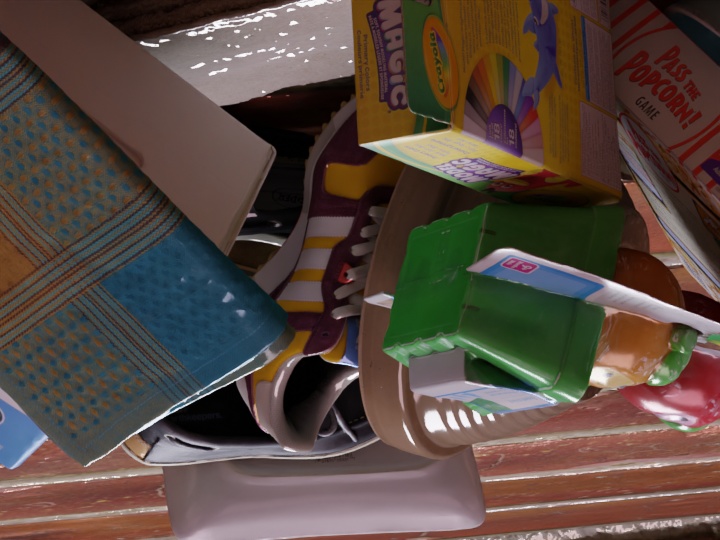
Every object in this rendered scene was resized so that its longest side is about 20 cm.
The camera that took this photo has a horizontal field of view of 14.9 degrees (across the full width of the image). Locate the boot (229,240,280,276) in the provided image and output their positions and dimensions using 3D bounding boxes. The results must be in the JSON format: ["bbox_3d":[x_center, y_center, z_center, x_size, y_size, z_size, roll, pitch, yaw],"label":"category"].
[{"bbox_3d":[-0.128,-0.035,1.474,0.199,0.076,0.074,17,161,-14],"label":"boot"}]

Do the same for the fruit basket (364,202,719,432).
[{"bbox_3d":[0.117,0.037,1.242,0.199,0.094,0.185,24,167,-15],"label":"fruit basket"}]

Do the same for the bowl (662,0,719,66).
[{"bbox_3d":[0.239,-0.071,1.253,0.105,0.201,0.201,-37,166,-1],"label":"bowl"}]

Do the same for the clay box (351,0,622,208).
[{"bbox_3d":[0.048,-0.097,1.145,0.047,0.116,0.200,-9,167,28],"label":"clay box"}]

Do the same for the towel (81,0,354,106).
[{"bbox_3d":[-0.060,-0.107,1.239,0.199,0.035,0.132,-11,169,23],"label":"towel"}]

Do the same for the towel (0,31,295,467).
[{"bbox_3d":[-0.138,-0.014,1.140,0.146,0.022,0.200,-29,113,38],"label":"towel"}]

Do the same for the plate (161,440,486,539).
[{"bbox_3d":[-0.029,0.063,1.654,0.198,0.201,0.032,-1,153,-19],"label":"plate"}]

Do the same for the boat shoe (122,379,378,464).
[{"bbox_3d":[-0.042,0.070,1.576,0.199,0.075,0.062,-8,167,-22],"label":"boat shoe"}]

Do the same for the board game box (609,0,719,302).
[{"bbox_3d":[0.176,-0.027,1.286,0.046,0.152,0.200,-38,137,-1],"label":"board game box"}]

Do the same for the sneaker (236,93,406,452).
[{"bbox_3d":[0.000,0.000,1.385,0.075,0.090,0.201,7,126,-32],"label":"sneaker"}]

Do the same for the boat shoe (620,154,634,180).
[{"bbox_3d":[0.159,-0.090,1.379,0.199,0.072,0.076,7,137,-44],"label":"boat shoe"}]

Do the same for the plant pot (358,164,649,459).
[{"bbox_3d":[0.085,0.007,1.390,0.092,0.202,0.201,18,178,24],"label":"plant pot"}]

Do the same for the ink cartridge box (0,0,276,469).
[{"bbox_3d":[-0.152,-0.021,1.214,0.144,0.084,0.200,36,136,-12],"label":"ink cartridge box"}]

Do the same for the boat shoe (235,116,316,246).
[{"bbox_3d":[-0.063,-0.050,1.425,0.198,0.075,0.066,10,135,-20],"label":"boat shoe"}]
